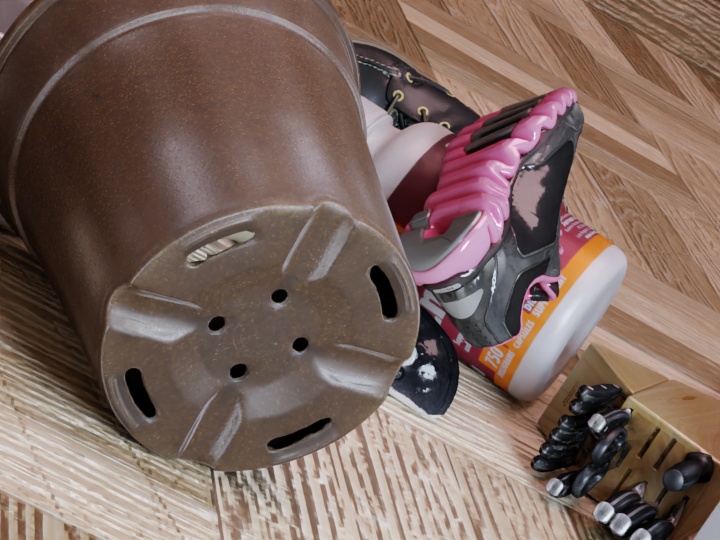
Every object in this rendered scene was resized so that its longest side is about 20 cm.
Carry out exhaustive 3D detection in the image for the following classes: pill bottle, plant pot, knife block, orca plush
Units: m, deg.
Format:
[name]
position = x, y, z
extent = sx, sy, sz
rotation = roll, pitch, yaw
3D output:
[pill bottle]
position = 0.056, -0.018, 1.608
extent = 0.200, 0.113, 0.113
rotation = 35, 15, 11
[plant pot]
position = -0.070, -0.024, 1.233
extent = 0.200, 0.200, 0.198
rotation = 24, 24, -31
[knife block]
position = 0.185, 0.122, 1.518
extent = 0.200, 0.064, 0.176
rotation = 25, 17, -29
[orca plush]
position = 0.000, 0.000, 1.512
extent = 0.105, 0.071, 0.200
rotation = 21, 18, -37

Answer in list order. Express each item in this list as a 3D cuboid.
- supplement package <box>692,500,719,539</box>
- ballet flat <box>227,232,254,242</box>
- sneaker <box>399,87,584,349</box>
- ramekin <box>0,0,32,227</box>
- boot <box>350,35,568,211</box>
[supplement package]
position = 0.287, 0.175, 1.372
extent = 0.111, 0.156, 0.200
rotation = 19, 20, -41
[ballet flat]
position = -0.100, -0.067, 1.537
extent = 0.069, 0.070, 0.200
rotation = 22, 10, -35
[sneaker]
position = 0.090, -0.029, 1.522
extent = 0.095, 0.079, 0.200
rotation = 54, 42, -20
[ramekin]
position = -0.202, -0.106, 1.383
extent = 0.200, 0.098, 0.201
rotation = 31, 14, -9
[boot]
position = 0.053, -0.097, 1.925
extent = 0.203, 0.074, 0.154
rotation = 27, 10, -35
